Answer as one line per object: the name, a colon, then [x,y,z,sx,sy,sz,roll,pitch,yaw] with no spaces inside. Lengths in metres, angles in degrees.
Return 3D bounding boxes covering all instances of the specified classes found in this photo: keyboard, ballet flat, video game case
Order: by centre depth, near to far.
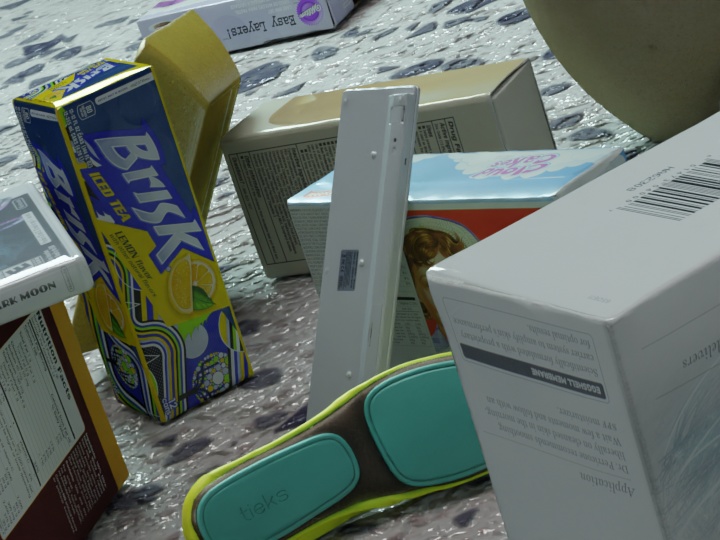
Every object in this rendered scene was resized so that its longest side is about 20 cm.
ballet flat: [0.002,0.092,1.340,0.199,0.067,0.067,-23,-2,-7]
keyboard: [0.000,0.000,1.427,0.011,0.201,0.056,12,-9,-40]
video game case: [-0.245,0.011,1.435,0.181,0.023,0.200,-22,18,-9]

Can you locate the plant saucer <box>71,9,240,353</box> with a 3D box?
plant saucer: [-0.123,-0.054,1.680,0.048,0.201,0.200,15,13,2]

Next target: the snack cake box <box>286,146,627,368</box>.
snack cake box: [0.065,-0.002,1.452,0.199,0.115,0.067,1,26,44]

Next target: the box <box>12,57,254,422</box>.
box: [-0.132,-0.019,1.551,0.070,0.201,0.064,-27,21,-26]

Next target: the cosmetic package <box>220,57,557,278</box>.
cosmetic package: [0.022,-0.064,1.690,0.199,0.106,0.071,-6,22,29]

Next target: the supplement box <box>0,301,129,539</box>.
supplement box: [-0.260,0.113,1.408,0.196,0.133,0.200,-12,19,20]

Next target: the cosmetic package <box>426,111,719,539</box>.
cosmetic package: [0.160,0.057,1.059,0.199,0.201,0.123,-28,23,-27]

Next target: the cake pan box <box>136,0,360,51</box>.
cake pan box: [-0.078,-0.252,2.404,0.199,0.052,0.184,-9,23,26]

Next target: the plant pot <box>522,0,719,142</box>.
plant pot: [0.214,-0.163,1.735,0.199,0.135,0.200,-17,18,6]
